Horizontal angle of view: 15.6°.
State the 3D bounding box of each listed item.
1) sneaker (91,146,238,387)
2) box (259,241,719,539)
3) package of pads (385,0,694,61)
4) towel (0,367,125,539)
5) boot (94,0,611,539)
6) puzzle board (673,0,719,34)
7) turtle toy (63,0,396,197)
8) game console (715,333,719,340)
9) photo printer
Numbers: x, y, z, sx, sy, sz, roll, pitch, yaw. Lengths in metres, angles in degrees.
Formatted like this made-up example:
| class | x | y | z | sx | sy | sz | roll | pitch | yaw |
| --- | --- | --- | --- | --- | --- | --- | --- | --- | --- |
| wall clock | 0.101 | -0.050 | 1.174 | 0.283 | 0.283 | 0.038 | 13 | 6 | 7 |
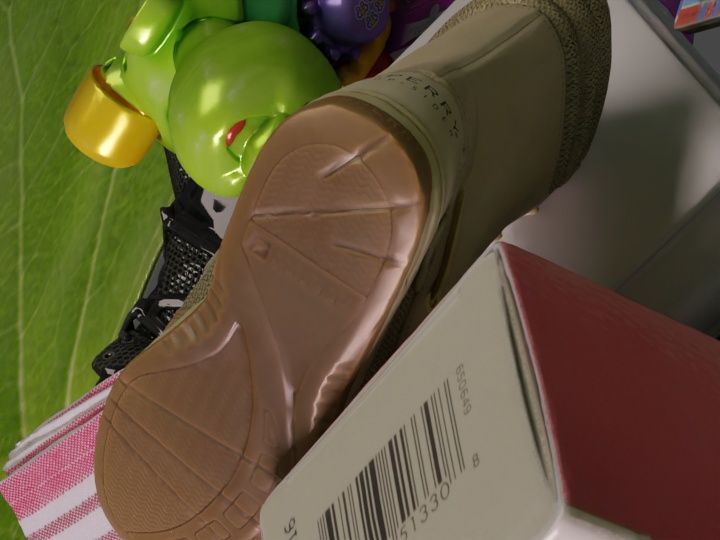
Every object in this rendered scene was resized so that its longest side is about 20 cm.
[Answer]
| class | x | y | z | sx | sy | sz | roll | pitch | yaw |
| --- | --- | --- | --- | --- | --- | --- | --- | --- | --- |
| sneaker | -0.077 | 0.010 | 1.150 | 0.076 | 0.114 | 0.200 | 87 | 165 | -63 |
| box | 0.089 | 0.100 | 0.755 | 0.128 | 0.200 | 0.109 | -49 | 32 | 29 |
| package of pads | 0.054 | -0.090 | 1.093 | 0.200 | 0.076 | 0.121 | -17 | 57 | 55 |
| towel | -0.052 | 0.131 | 1.038 | 0.030 | 0.200 | 0.146 | -31 | -1 | -44 |
| boot | 0.000 | 0.000 | 0.834 | 0.155 | 0.073 | 0.200 | -41 | -17 | -51 |
| puzzle board | 0.138 | -0.150 | 0.795 | 0.200 | 0.017 | 0.151 | -162 | 91 | -85 |
| turtle toy | -0.041 | -0.089 | 1.045 | 0.146 | 0.101 | 0.200 | -56 | 2 | 23 |
| game console | 0.085 | 0.047 | 0.926 | 0.177 | 0.031 | 0.200 | 23 | 83 | 50 |
| photo printer | 0.046 | -0.007 | 0.925 | 0.200 | 0.069 | 0.166 | -44 | 46 | 12 |
